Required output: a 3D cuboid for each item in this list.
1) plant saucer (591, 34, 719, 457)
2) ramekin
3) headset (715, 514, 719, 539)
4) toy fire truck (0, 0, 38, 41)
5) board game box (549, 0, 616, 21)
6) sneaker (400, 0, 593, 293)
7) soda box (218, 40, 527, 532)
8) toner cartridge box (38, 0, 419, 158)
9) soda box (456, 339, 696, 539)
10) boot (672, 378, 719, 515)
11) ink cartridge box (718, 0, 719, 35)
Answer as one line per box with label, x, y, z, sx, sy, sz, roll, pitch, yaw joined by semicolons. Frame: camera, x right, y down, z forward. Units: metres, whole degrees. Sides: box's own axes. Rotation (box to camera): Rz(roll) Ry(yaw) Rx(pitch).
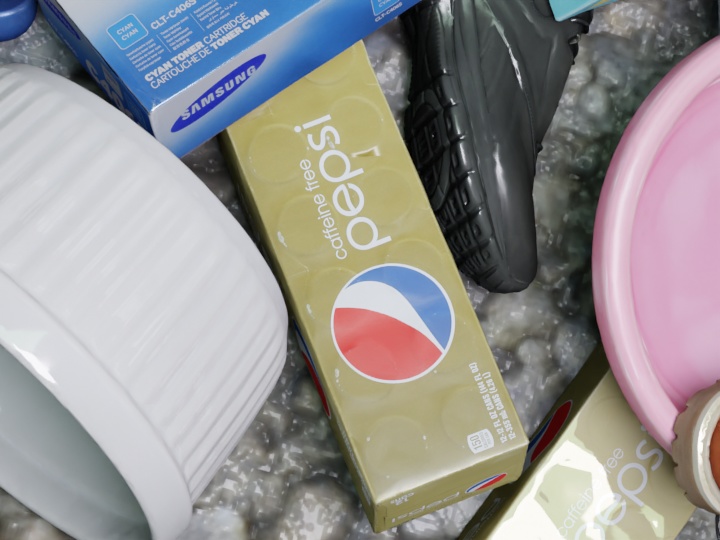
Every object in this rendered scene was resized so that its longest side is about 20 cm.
plant saucer;0.178;-0.005;1.091;0.200;0.051;0.201;-1;92;-23
ramekin;-0.121;0.011;1.046;0.200;0.200;0.105;43;69;-3
headset;0.154;0.189;1.142;0.123;0.094;0.201;6;99;-8
toy fire truck;-0.193;-0.154;1.072;0.199;0.168;0.112;-11;52;-9
board game box;0.116;-0.224;1.149;0.151;0.047;0.201;-20;88;-34
sneaker;0.062;-0.091;1.145;0.090;0.076;0.201;-7;88;-17
soda box;0.000;0.000;1.098;0.068;0.064;0.201;-21;74;-5
toner cartridge box;-0.026;-0.136;1.081;0.200;0.043;0.095;-35;62;-12
soda box;0.085;0.116;1.130;0.068;0.064;0.200;38;81;-4
boot;0.234;0.068;1.035;0.199;0.107;0.075;-8;94;-24
ink cartridge box;0.249;-0.120;1.135;0.197;0.047;0.201;-12;127;-9
